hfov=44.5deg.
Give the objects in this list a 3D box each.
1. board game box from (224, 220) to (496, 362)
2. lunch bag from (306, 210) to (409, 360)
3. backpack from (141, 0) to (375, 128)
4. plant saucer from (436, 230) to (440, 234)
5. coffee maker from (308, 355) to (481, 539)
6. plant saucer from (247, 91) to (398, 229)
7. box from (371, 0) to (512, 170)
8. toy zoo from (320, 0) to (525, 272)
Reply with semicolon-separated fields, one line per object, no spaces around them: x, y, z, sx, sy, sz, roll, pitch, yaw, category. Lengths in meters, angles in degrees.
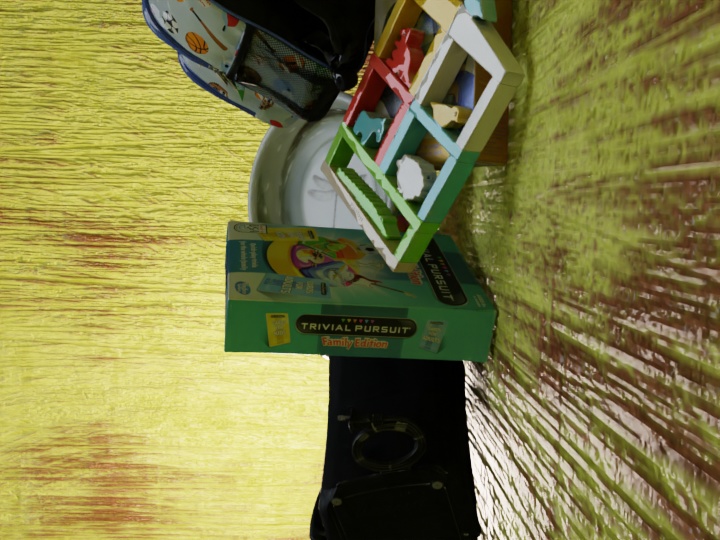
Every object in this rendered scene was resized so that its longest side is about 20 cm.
-0.009;0.013;0.708;0.151;0.199;0.047;-109;24;-64;board game box
0.000;0.000;0.926;0.201;0.082;0.176;-60;23;4;lunch bag
-0.082;-0.232;0.741;0.154;0.190;0.201;-43;23;46;backpack
0.072;0.027;1.015;0.200;0.036;0.201;-178;90;-88;plant saucer
0.036;0.123;0.708;0.200;0.134;0.193;-90;8;-55;coffee maker
-0.028;-0.071;0.855;0.050;0.199;0.201;3;-92;-47;plant saucer
0.059;-0.177;0.659;0.119;0.041;0.201;3;93;53;box
0.043;-0.116;0.631;0.131;0.020;0.201;55;130;38;toy zoo
